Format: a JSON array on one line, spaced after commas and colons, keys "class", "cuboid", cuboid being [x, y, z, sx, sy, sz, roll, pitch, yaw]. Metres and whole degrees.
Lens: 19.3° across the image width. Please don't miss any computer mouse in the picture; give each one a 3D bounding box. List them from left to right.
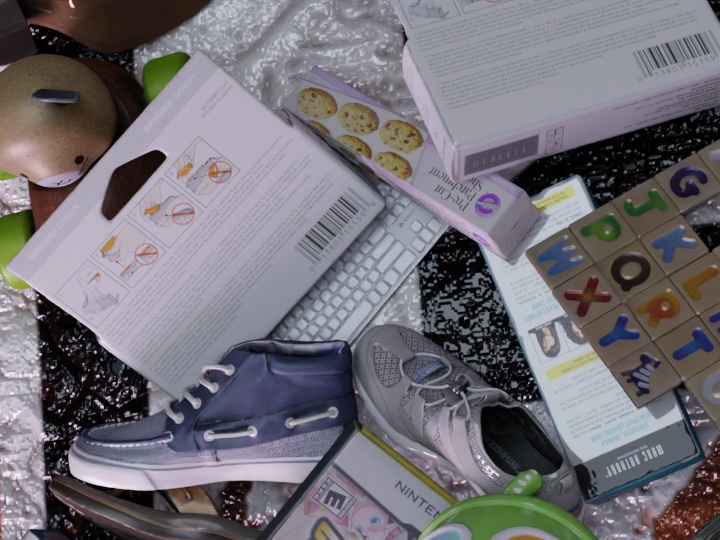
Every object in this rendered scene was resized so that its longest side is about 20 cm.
[{"class": "computer mouse", "cuboid": [0.273, 0.004, 1.349, 0.200, 0.034, 0.059, -39, 71, -7]}]

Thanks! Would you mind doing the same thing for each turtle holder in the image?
[{"class": "turtle holder", "cuboid": [0.067, 0.221, 1.292, 0.185, 0.132, 0.142, -16, 109, 32]}]

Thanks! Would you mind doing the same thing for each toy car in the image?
[{"class": "toy car", "cuboid": [-0.204, -0.081, 1.428, 0.163, 0.200, 0.159, -15, 78, 13]}]

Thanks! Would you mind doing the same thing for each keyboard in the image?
[{"class": "keyboard", "cuboid": [0.000, 0.000, 1.459, 0.056, 0.011, 0.200, 41, 95, 17]}]

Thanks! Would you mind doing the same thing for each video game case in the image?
[{"class": "video game case", "cuboid": [0.004, 0.230, 1.380, 0.180, 0.026, 0.200, 39, 94, -8]}]

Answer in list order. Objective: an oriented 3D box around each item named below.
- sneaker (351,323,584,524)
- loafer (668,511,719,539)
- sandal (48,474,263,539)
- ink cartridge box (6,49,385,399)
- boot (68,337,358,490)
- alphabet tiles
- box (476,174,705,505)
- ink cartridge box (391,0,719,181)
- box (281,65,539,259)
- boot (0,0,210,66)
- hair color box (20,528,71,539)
[{"class": "sneaker", "cuboid": [0.075, 0.092, 1.370, 0.075, 0.082, 0.200, -35, 61, -29]}, {"class": "loafer", "cuboid": [0.224, 0.187, 1.346, 0.200, 0.072, 0.063, -35, 54, 11]}, {"class": "sandal", "cuboid": [-0.113, 0.165, 1.435, 0.199, 0.082, 0.055, 10, 68, 18]}, {"class": "ink cartridge box", "cuboid": [-0.111, -0.029, 1.419, 0.173, 0.044, 0.200, 39, 99, -24]}, {"class": "boot", "cuboid": [-0.099, 0.091, 1.414, 0.199, 0.073, 0.091, -3, 108, 2]}, {"class": "alphabet tiles", "cuboid": [0.225, 0.021, 1.329, 0.167, 0.008, 0.200, -29, 61, -9]}, {"class": "box", "cuboid": [0.150, 0.046, 1.389, 0.082, 0.049, 0.201, -24, 77, 11]}, {"class": "ink cartridge box", "cuboid": [0.122, -0.162, 1.389, 0.199, 0.044, 0.174, -17, 59, -10]}, {"class": "box", "cuboid": [0.031, -0.075, 1.415, 0.200, 0.039, 0.042, 35, 82, 34]}, {"class": "boot", "cuboid": [-0.223, -0.219, 1.519, 0.199, 0.071, 0.146, -16, 49, -20]}, {"class": "hair color box", "cuboid": [-0.237, 0.289, 1.459, 0.100, 0.060, 0.201, 35, 93, 17]}]
